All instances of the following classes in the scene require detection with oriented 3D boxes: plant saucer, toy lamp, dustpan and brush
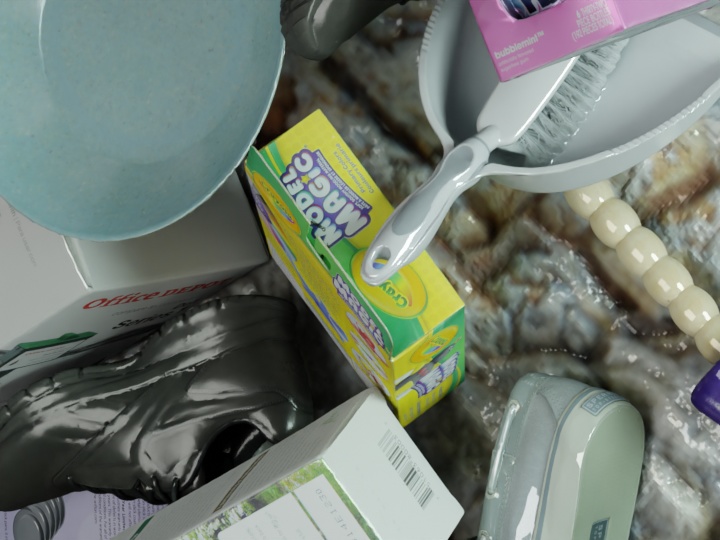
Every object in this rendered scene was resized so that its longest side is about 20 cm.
[{"bbox_3d":[-0.108,-0.114,1.295,0.200,0.039,0.203,-1,89,32],"label":"plant saucer"},{"bbox_3d":[0.138,0.002,1.280,0.200,0.058,0.058,51,125,17],"label":"toy lamp"},{"bbox_3d":[0.065,-0.064,1.237,0.139,0.057,0.200,30,76,25],"label":"dustpan and brush"}]

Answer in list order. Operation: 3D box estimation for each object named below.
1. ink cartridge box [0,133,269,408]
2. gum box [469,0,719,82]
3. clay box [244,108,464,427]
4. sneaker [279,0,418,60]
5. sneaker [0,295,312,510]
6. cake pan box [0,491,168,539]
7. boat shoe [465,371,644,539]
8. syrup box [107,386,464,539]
[{"bbox_3d":[-0.168,0.006,1.435,0.200,0.146,0.085,-30,78,37],"label":"ink cartridge box"},{"bbox_3d":[0.106,-0.157,1.168,0.066,0.200,0.114,-22,91,36],"label":"gum box"},{"bbox_3d":[0.000,0.000,1.299,0.047,0.200,0.115,-35,79,-7],"label":"clay box"},{"bbox_3d":[0.045,-0.156,1.227,0.091,0.200,0.076,46,159,-7],"label":"sneaker"},{"bbox_3d":[-0.112,0.087,1.424,0.199,0.076,0.091,-27,71,23],"label":"sneaker"},{"bbox_3d":[-0.126,0.200,1.520,0.183,0.052,0.201,7,106,36],"label":"cake pan box"},{"bbox_3d":[0.083,0.144,1.354,0.071,0.070,0.202,26,112,39],"label":"boat shoe"},{"bbox_3d":[-0.057,0.144,1.339,0.199,0.081,0.079,-31,99,29],"label":"syrup box"}]
